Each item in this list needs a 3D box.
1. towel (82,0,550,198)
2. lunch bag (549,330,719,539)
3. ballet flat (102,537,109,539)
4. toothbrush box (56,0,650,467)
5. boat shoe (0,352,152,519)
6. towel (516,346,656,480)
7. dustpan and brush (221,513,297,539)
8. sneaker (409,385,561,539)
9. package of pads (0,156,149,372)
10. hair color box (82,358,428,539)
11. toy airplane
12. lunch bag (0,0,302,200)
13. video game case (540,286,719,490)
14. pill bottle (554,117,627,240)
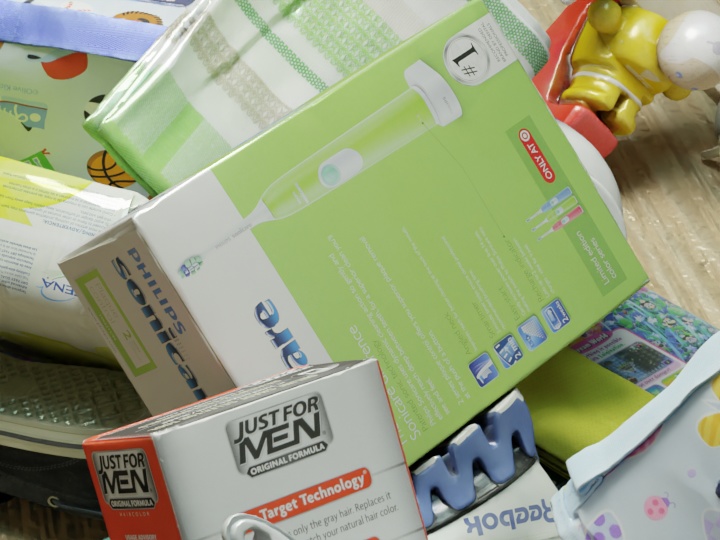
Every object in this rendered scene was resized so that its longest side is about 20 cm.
[{"bbox_3d":[-0.012,-0.084,1.091,0.149,0.031,0.200,43,63,-11],"label":"towel"},{"bbox_3d":[0.196,0.097,0.953,0.200,0.170,0.127,37,21,-24],"label":"lunch bag"},{"bbox_3d":[-0.060,0.125,1.049,0.071,0.071,0.200,28,38,31],"label":"ballet flat"},{"bbox_3d":[0.000,0.000,1.016,0.200,0.146,0.086,-36,6,-32],"label":"toothbrush box"},{"bbox_3d":[-0.170,0.073,1.112,0.200,0.062,0.075,9,35,31],"label":"boat shoe"},{"bbox_3d":[0.119,0.080,1.143,0.086,0.018,0.200,-19,37,-41],"label":"towel"},{"bbox_3d":[0.014,0.143,0.842,0.057,0.200,0.140,-9,45,56],"label":"dustpan and brush"},{"bbox_3d":[0.023,0.149,0.984,0.199,0.081,0.115,-38,92,-17],"label":"sneaker"},{"bbox_3d":[-0.145,0.003,1.120,0.154,0.068,0.200,14,-11,16],"label":"package of pads"},{"bbox_3d":[-0.021,0.142,0.893,0.101,0.200,0.061,-17,4,-32],"label":"hair color box"},{"bbox_3d":[0.173,-0.147,1.385,0.200,0.199,0.141,-11,25,-26],"label":"toy airplane"},{"bbox_3d":[-0.105,-0.076,1.198,0.170,0.200,0.124,10,70,3],"label":"lunch bag"},{"bbox_3d":[0.130,0.079,1.180,0.200,0.024,0.182,-25,42,-38],"label":"video game case"},{"bbox_3d":[0.067,-0.030,1.209,0.112,0.112,0.200,-2,13,-11],"label":"pill bottle"}]
